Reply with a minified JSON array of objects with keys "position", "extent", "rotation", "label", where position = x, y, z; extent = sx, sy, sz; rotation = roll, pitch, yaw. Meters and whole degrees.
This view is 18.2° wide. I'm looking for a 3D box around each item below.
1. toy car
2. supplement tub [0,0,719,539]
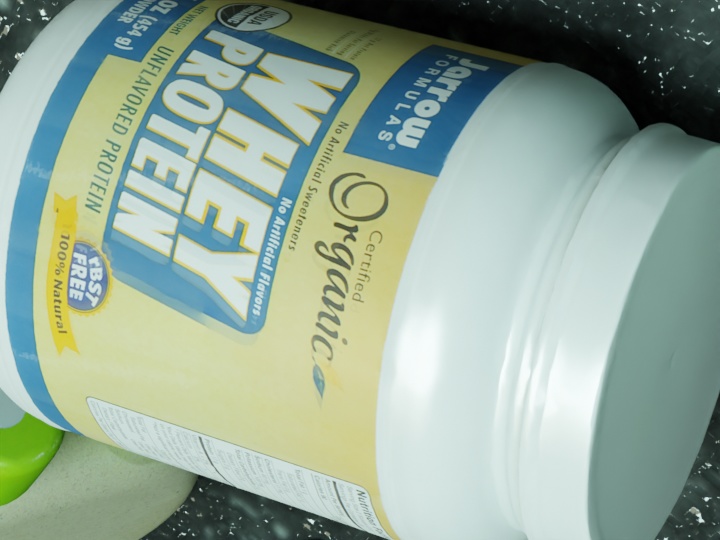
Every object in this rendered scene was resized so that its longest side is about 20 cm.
[{"position":[-0.159,0.018,0.827],"extent":[0.164,0.157,0.201],"rotation":[-48,63,43],"label":"toy car"},{"position":[0.000,0.000,0.661],"extent":[0.198,0.145,0.146],"rotation":[15,131,24],"label":"supplement tub"}]
